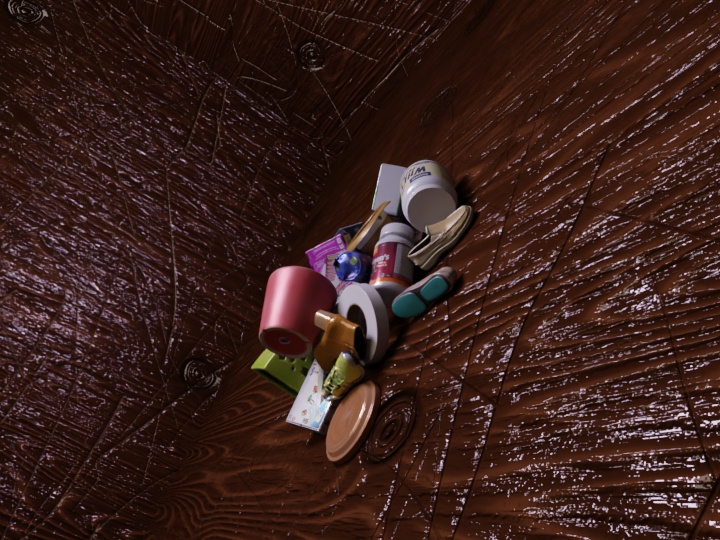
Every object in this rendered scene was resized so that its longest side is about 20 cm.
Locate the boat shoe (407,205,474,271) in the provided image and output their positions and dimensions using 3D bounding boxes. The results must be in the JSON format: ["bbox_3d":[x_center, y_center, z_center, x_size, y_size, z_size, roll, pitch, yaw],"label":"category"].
[{"bbox_3d":[0.189,-0.086,1.401,0.200,0.076,0.072,-51,16,25],"label":"boat shoe"}]

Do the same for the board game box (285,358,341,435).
[{"bbox_3d":[-0.103,0.320,1.523,0.126,0.035,0.200,3,58,41],"label":"board game box"}]

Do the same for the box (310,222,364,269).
[{"bbox_3d":[-0.040,-0.034,1.845,0.200,0.124,0.197,-53,-11,21],"label":"box"}]

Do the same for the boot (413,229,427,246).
[{"bbox_3d":[0.135,-0.085,1.649,0.166,0.072,0.200,-33,25,34],"label":"boot"}]

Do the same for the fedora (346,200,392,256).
[{"bbox_3d":[0.042,-0.102,1.623,0.201,0.082,0.201,-50,6,7],"label":"fedora"}]

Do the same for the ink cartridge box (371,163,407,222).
[{"bbox_3d":[0.098,-0.233,1.798,0.200,0.084,0.147,23,-101,-83],"label":"ink cartridge box"}]

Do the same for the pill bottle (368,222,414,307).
[{"bbox_3d":[0.084,-0.016,1.485,0.110,0.109,0.201,-40,33,50],"label":"pill bottle"}]

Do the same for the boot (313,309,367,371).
[{"bbox_3d":[-0.045,0.197,1.429,0.144,0.202,0.071,24,43,37],"label":"boot"}]

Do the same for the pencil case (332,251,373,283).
[{"bbox_3d":[0.000,0.000,1.532,0.087,0.078,0.200,-49,-20,11],"label":"pencil case"}]

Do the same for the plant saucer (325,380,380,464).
[{"bbox_3d":[-0.023,0.341,1.327,0.200,0.032,0.200,-53,16,22],"label":"plant saucer"}]

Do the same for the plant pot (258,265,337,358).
[{"bbox_3d":[-0.172,0.117,1.516,0.200,0.200,0.178,-43,24,46],"label":"plant pot"}]

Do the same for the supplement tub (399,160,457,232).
[{"bbox_3d":[0.178,-0.194,1.523,0.145,0.145,0.200,-52,15,23],"label":"supplement tub"}]

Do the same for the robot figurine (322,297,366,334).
[{"bbox_3d":[-0.032,0.142,1.593,0.200,0.113,0.170,-60,-22,-13],"label":"robot figurine"}]

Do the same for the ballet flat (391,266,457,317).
[{"bbox_3d":[0.149,0.049,1.313,0.200,0.068,0.067,-34,8,47],"label":"ballet flat"}]

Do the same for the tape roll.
[{"bbox_3d":[0.004,0.133,1.432,0.203,0.037,0.204,17,110,58],"label":"tape roll"}]

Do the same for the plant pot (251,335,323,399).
[{"bbox_3d":[-0.173,0.261,1.682,0.182,0.199,0.200,-57,13,-19],"label":"plant pot"}]

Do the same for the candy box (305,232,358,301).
[{"bbox_3d":[-0.060,0.007,1.715,0.136,0.201,0.061,-26,-3,24],"label":"candy box"}]

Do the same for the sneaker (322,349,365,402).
[{"bbox_3d":[-0.043,0.260,1.385,0.076,0.075,0.200,-39,-22,-31],"label":"sneaker"}]
